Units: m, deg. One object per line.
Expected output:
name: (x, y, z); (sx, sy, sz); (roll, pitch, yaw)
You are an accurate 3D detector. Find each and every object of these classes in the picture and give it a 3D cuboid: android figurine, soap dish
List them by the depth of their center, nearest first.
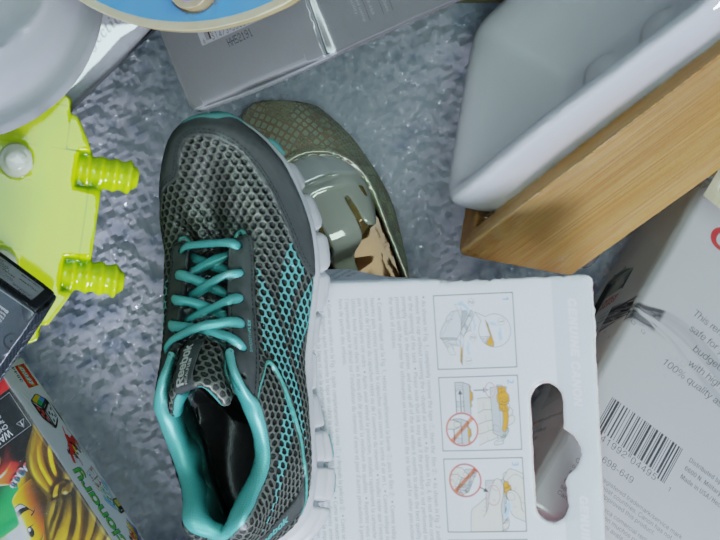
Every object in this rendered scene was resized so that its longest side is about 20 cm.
android figurine: (-0.197, -0.032, 0.885); (0.198, 0.041, 0.184); (10, 92, -6)
soap dish: (0.134, -0.101, 0.956); (0.081, 0.158, 0.200); (35, 129, -21)

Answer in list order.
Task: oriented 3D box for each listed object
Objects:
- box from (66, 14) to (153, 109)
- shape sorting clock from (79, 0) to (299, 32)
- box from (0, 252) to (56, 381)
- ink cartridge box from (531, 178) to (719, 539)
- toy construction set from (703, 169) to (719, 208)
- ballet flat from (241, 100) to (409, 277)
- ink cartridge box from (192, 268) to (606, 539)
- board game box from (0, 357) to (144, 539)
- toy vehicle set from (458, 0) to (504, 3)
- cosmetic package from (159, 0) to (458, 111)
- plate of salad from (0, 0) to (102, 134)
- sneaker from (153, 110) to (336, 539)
box: (-0.222, -0.130, 0.961); (0.199, 0.131, 0.200); (-43, 97, -3)
shape sorting clock: (-0.067, -0.196, 0.817); (0.198, 0.039, 0.202); (-2, 85, 19)
box: (-0.249, 0.018, 0.837); (0.199, 0.051, 0.158); (35, 98, -3)
ink cartridge box: (0.167, 0.078, 1.012); (0.145, 0.085, 0.201); (37, 68, -8)
toy construction set: (0.258, -0.045, 1.000); (0.199, 0.092, 0.132); (-4, 73, -39)
ballet flat: (0.000, 0.000, 1.020); (0.067, 0.062, 0.201); (-26, 90, -10)
ink cartridge box: (0.016, 0.081, 0.951); (0.198, 0.050, 0.164); (-3, 95, 14)
board game box: (-0.193, 0.147, 0.892); (0.199, 0.035, 0.127); (-36, 85, 11)
toy vehicle set: (0.113, -0.202, 1.052); (0.198, 0.027, 0.126); (-3, 93, -7)
cosmetic package: (0.007, -0.150, 0.930); (0.199, 0.106, 0.091); (-25, 95, -40)
plate of salad: (-0.199, -0.136, 0.840); (0.199, 0.048, 0.202); (17, 56, -28)
sneaker: (-0.056, 0.030, 0.895); (0.077, 0.091, 0.202); (-9, 91, 17)
